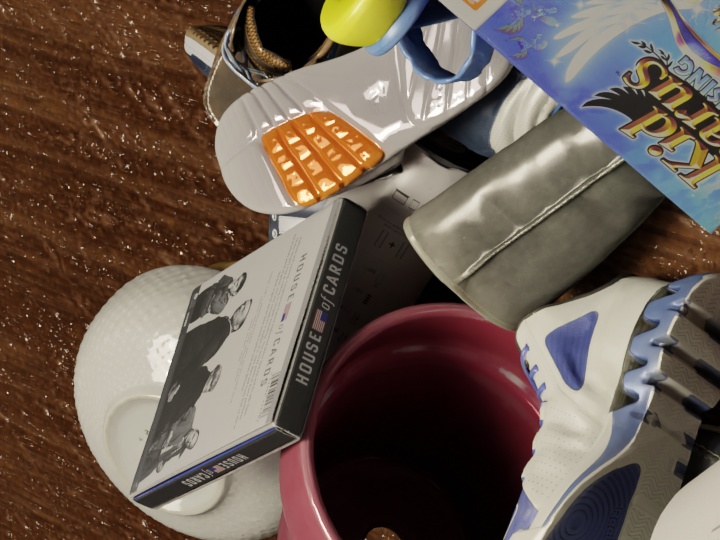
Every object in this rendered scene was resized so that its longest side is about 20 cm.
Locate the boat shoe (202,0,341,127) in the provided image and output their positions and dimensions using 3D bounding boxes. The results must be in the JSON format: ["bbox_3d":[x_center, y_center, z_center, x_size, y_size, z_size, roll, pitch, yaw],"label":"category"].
[{"bbox_3d":[-0.048,-0.145,1.477,0.072,0.072,0.200,45,132,6],"label":"boat shoe"}]

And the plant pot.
[{"bbox_3d":[0.034,0.143,1.469,0.201,0.199,0.179,66,153,15],"label":"plant pot"}]

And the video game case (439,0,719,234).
[{"bbox_3d":[0.168,-0.142,1.219,0.200,0.046,0.181,38,118,-17],"label":"video game case"}]

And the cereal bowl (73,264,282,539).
[{"bbox_3d":[-0.110,0.101,1.637,0.199,0.083,0.201,14,124,22],"label":"cereal bowl"}]

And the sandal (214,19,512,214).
[{"bbox_3d":[0.011,-0.090,1.421,0.206,0.059,0.080,-23,76,26],"label":"sandal"}]

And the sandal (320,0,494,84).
[{"bbox_3d":[0.052,-0.173,1.324,0.087,0.201,0.079,40,146,-17],"label":"sandal"}]

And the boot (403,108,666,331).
[{"bbox_3d":[0.101,-0.072,1.354,0.199,0.073,0.182,-29,109,37],"label":"boot"}]

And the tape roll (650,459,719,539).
[{"bbox_3d":[0.257,0.156,1.192,0.139,0.202,0.204,-45,64,45],"label":"tape roll"}]

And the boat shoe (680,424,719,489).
[{"bbox_3d":[0.222,0.161,1.337,0.200,0.062,0.075,52,132,30],"label":"boat shoe"}]

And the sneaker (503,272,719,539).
[{"bbox_3d":[0.129,0.083,1.377,0.115,0.080,0.200,18,74,52],"label":"sneaker"}]

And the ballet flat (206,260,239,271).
[{"bbox_3d":[-0.112,0.034,1.701,0.200,0.068,0.063,-45,35,42],"label":"ballet flat"}]

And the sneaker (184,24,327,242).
[{"bbox_3d":[-0.052,-0.082,1.598,0.200,0.070,0.109,32,120,37],"label":"sneaker"}]

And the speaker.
[{"bbox_3d":[0.000,0.000,1.509,0.081,0.081,0.201,44,114,34],"label":"speaker"}]

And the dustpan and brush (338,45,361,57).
[{"bbox_3d":[-0.030,-0.212,1.537,0.201,0.057,0.140,58,-173,-22],"label":"dustpan and brush"}]

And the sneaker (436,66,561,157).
[{"bbox_3d":[0.099,-0.160,1.409,0.146,0.080,0.201,20,109,34],"label":"sneaker"}]

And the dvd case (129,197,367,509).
[{"bbox_3d":[-0.069,0.052,1.467,0.200,0.025,0.151,-29,40,56],"label":"dvd case"}]
